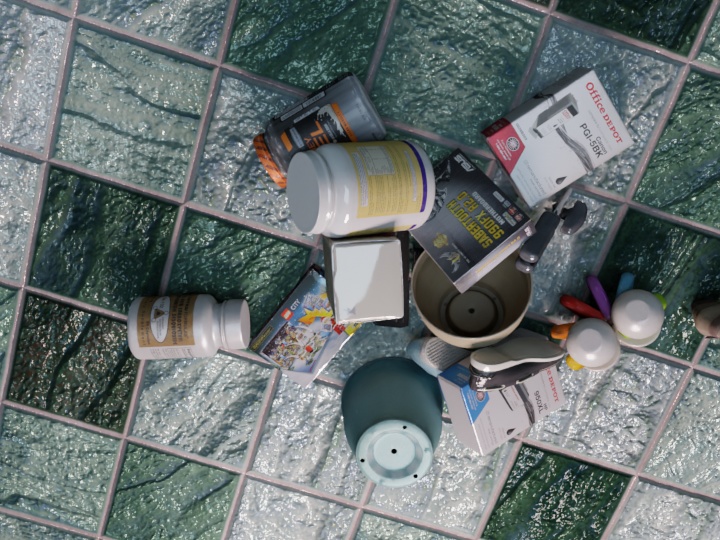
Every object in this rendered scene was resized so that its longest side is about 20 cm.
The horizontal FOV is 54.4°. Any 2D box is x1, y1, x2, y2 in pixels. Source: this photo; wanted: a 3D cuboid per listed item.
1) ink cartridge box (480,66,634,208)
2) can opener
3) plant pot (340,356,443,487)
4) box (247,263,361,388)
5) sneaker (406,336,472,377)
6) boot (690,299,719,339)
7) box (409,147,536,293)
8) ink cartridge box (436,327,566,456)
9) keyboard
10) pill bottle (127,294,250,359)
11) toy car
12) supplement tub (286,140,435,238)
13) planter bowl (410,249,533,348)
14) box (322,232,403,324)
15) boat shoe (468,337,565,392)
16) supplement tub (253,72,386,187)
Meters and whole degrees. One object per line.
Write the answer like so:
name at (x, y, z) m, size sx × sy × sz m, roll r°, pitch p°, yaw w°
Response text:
ink cartridge box at (0.326, -0.222, 1.170) m, size 0.200 × 0.083 × 0.147 m, roll -33°, pitch 103°, yaw 11°
can opener at (0.326, -0.065, 1.171) m, size 0.067 × 0.200 × 0.053 m, roll 27°, pitch 142°, yaw 15°
plant pot at (0.061, 0.287, 1.279) m, size 0.200 × 0.188 × 0.200 m, roll 0°, pitch 107°, yaw 0°
box at (-0.095, 0.105, 1.303) m, size 0.137 × 0.038 × 0.200 m, roll 38°, pitch 104°, yaw -10°
sneaker at (0.170, 0.176, 1.313) m, size 0.200 × 0.082 × 0.074 m, roll 38°, pitch 71°, yaw -27°
boot at (0.682, 0.074, 1.221) m, size 0.200 × 0.146 × 0.070 m, roll -17°, pitch 104°, yaw 6°
box at (0.165, -0.086, 1.160) m, size 0.158 × 0.200 × 0.048 m, roll -39°, pitch 146°, yaw 5°
ink cartridge box at (0.257, 0.214, 1.264) m, size 0.200 × 0.084 × 0.145 m, roll -26°, pitch 108°, yaw -20°
keyboard at (0.071, 0.008, 1.280) m, size 0.104 × 0.040 × 0.200 m, roll 7°, pitch 109°, yaw 23°
pill bottle at (-0.306, 0.100, 1.266) m, size 0.200 × 0.114 × 0.115 m, roll -2°, pitch 107°, yaw 2°
toy car at (0.431, 0.082, 1.240) m, size 0.200 × 0.175 × 0.150 m, roll -35°, pitch 67°, yaw 11°
supplement tub at (0.000, -0.127, 1.094) m, size 0.200 × 0.145 × 0.146 m, roll -7°, pitch 110°, yaw -28°
planter bowl at (0.192, 0.051, 1.209) m, size 0.200 × 0.201 × 0.135 m, roll -10°, pitch 151°, yaw 4°
box at (0.000, 0.000, 1.158) m, size 0.109 × 0.200 × 0.128 m, roll -4°, pitch 101°, yaw -7°
boat shoe at (0.262, 0.160, 1.177) m, size 0.200 × 0.074 × 0.060 m, roll -8°, pitch 117°, yaw -36°
supplement tub at (-0.068, -0.226, 1.156) m, size 0.200 × 0.123 × 0.123 m, roll -29°, pitch 104°, yaw 10°
